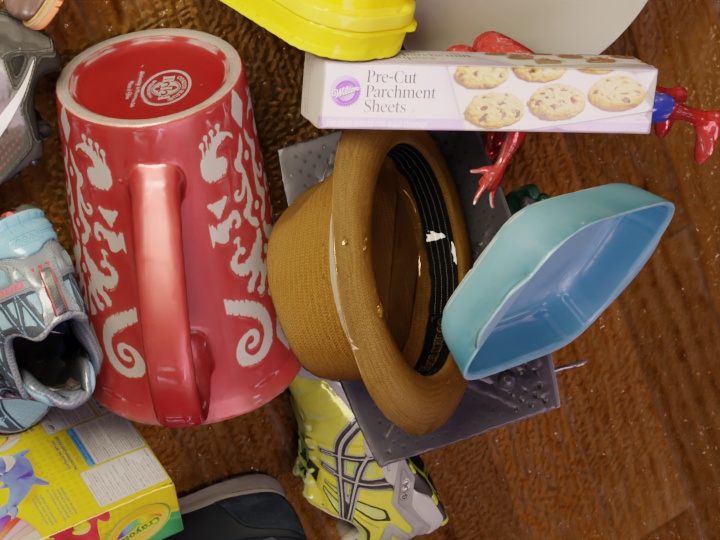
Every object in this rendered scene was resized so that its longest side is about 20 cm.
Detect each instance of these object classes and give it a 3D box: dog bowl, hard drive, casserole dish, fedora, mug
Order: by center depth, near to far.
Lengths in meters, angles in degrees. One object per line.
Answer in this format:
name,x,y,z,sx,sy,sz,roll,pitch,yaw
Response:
fedora,0.000,0.000,1.679,0.082,0.201,0.201,-10,139,24
mug,-0.098,-0.019,1.679,0.133,0.178,0.200,-21,126,-21
casserole dish,0.111,0.000,1.692,0.121,0.039,0.200,-55,162,24
dog bowl,0.085,-0.206,1.716,0.200,0.079,0.200,-16,128,-22
hard drive,0.032,0.007,1.769,0.135,0.042,0.200,-18,89,-14

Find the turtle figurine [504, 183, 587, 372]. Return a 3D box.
turtle figurine,0.064,0.023,1.845,0.200,0.101,0.150,9,73,-22

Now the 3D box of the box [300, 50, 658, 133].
box,0.067,-0.100,1.630,0.200,0.039,0.042,1,105,-18

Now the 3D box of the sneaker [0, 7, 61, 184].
sneaker,-0.226,-0.062,1.631,0.098,0.071,0.201,9,115,-34

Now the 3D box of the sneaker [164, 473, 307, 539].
sneaker,-0.113,0.214,1.852,0.202,0.146,0.077,-21,132,-16

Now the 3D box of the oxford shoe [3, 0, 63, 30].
oxford shoe,-0.178,-0.226,1.555,0.073,0.071,0.200,2,113,-21

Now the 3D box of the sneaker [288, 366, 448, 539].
sneaker,-0.012,0.116,1.893,0.076,0.075,0.200,-29,127,4

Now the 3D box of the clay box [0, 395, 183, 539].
clay box,-0.221,0.147,1.755,0.200,0.115,0.048,-23,132,-15

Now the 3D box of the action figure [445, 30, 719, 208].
action figure,0.115,-0.081,1.724,0.200,0.065,0.099,16,103,-39

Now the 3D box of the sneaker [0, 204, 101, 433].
sneaker,-0.196,0.053,1.690,0.079,0.096,0.200,-28,155,-20

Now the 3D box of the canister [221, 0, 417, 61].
canister,-0.016,-0.236,1.586,0.086,0.148,0.200,-12,127,-47
